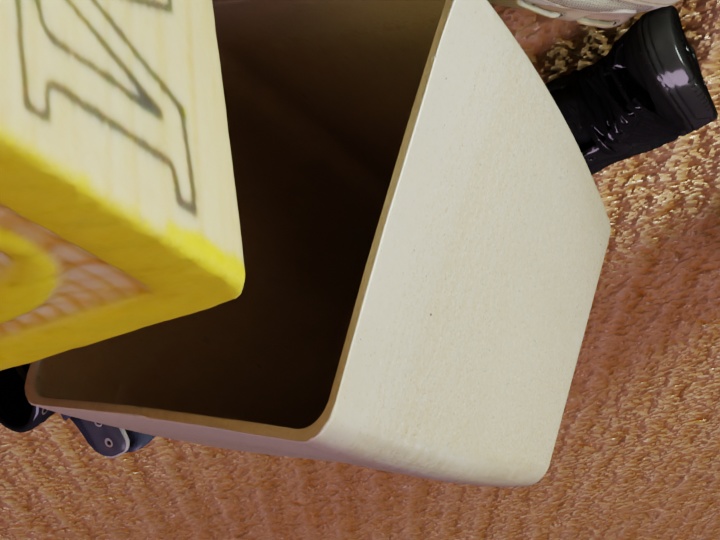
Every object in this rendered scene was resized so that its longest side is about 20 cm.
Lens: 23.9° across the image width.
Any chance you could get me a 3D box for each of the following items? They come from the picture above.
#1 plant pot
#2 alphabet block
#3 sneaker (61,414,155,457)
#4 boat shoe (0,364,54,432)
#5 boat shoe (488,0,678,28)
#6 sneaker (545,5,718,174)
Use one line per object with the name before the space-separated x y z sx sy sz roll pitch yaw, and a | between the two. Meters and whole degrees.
plant pot | 0.000 0.000 0.775 0.199 0.202 0.176 2 160 45
alphabet block | -0.172 -0.083 0.629 0.194 0.202 0.196 -18 156 21
sneaker | -0.142 0.023 0.965 0.077 0.147 0.202 -39 -178 -33
boat shoe | -0.204 -0.001 0.884 0.074 0.062 0.201 -5 123 34
boat shoe | 0.070 -0.144 0.754 0.199 0.073 0.065 4 154 -42
sneaker | 0.133 -0.085 0.902 0.103 0.061 0.200 -21 174 14
